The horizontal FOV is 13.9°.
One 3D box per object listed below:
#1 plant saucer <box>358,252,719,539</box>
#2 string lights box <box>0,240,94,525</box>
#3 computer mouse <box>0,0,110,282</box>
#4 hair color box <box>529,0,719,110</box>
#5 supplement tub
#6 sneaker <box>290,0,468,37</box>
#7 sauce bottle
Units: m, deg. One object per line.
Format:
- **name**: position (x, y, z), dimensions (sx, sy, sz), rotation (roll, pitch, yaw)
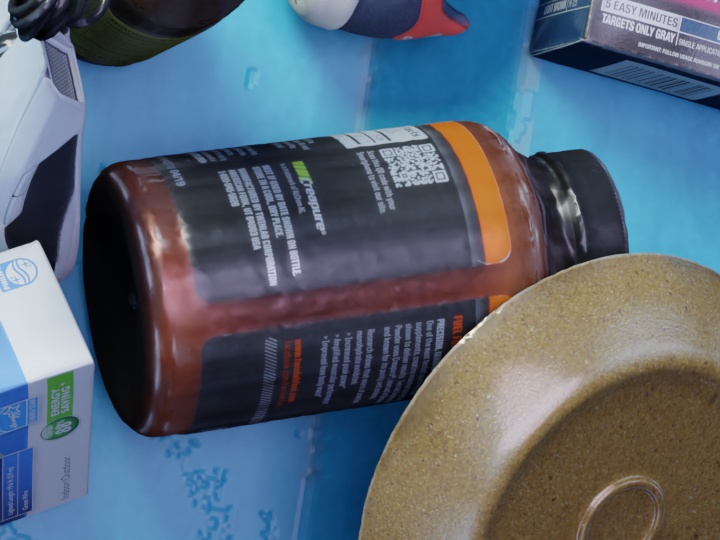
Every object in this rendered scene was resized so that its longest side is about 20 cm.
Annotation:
- **plant saucer**: position (0.092, 0.091, 1.147), dimensions (0.199, 0.035, 0.201), rotation (-18, 125, -27)
- **string lights box**: position (-0.199, 0.067, 1.062), dimensions (0.199, 0.103, 0.059), rotation (-19, 61, -17)
- **computer mouse**: position (-0.125, -0.066, 1.057), dimensions (0.044, 0.201, 0.110), rotation (-9, 52, -16)
- **hair color box**: position (0.143, -0.174, 1.210), dimensions (0.099, 0.060, 0.201), rotation (14, 84, -18)
- **supplement tub**: position (0.000, 0.000, 1.134), dimensions (0.199, 0.107, 0.108), rotation (-7, 91, -18)
- **sneaker**: position (0.039, -0.184, 1.147), dimensions (0.084, 0.075, 0.201), rotation (13, 111, -23)
- **sauce bottle**: position (-0.071, -0.115, 1.065), dimensions (0.064, 0.200, 0.065), rotation (1, 86, -18)
